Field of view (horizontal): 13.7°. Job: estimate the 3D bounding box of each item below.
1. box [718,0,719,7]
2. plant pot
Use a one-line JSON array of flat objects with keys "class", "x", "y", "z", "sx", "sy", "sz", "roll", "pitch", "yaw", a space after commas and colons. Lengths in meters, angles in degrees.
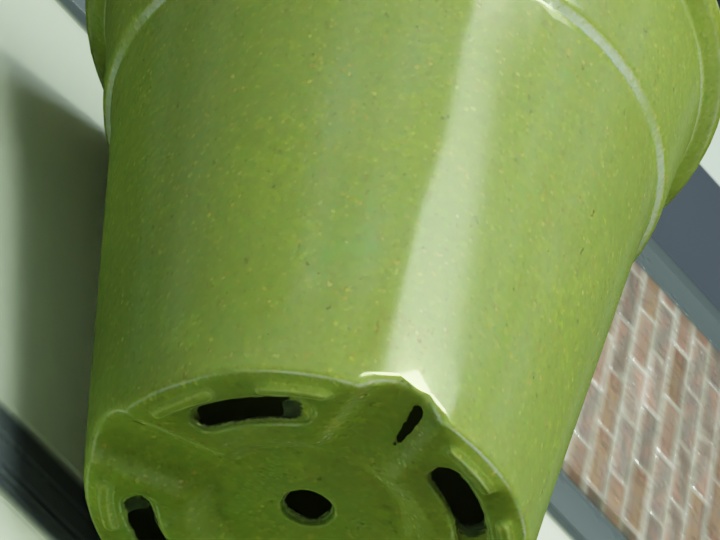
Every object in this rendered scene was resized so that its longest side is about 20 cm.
[{"class": "box", "x": 0.111, "y": -0.197, "z": 1.263, "sx": 0.104, "sy": 0.182, "sz": 0.201, "roll": 28, "pitch": 36, "yaw": -42}, {"class": "plant pot", "x": 0.000, "y": 0.000, "z": 0.854, "sx": 0.200, "sy": 0.200, "sz": 0.191, "roll": 39, "pitch": 40, "yaw": -26}]
